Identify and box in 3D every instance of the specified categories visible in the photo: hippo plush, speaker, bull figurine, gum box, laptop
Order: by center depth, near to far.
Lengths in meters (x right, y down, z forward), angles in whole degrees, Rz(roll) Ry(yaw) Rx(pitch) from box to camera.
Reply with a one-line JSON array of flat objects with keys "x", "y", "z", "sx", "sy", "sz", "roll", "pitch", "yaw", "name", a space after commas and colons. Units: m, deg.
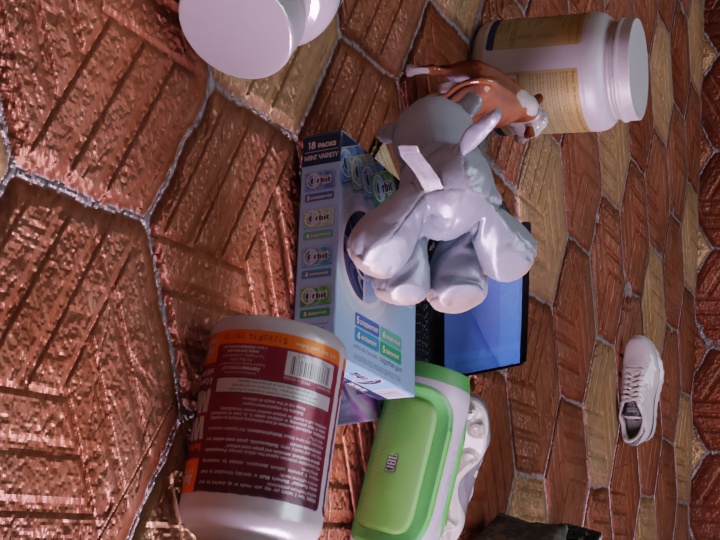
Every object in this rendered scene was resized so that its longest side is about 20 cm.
[{"x": 0.054, "y": -0.075, "z": 1.129, "sx": 0.162, "sy": 0.157, "sz": 0.201, "roll": -107, "pitch": 175, "yaw": -50, "name": "hippo plush"}, {"x": 0.000, "y": 0.000, "z": 1.162, "sx": 0.170, "sy": 0.044, "sz": 0.203, "roll": 34, "pitch": 53, "yaw": -58, "name": "gum box"}, {"x": 0.048, "y": 0.194, "z": 1.242, "sx": 0.088, "sy": 0.087, "sz": 0.203, "roll": 38, "pitch": 64, "yaw": -61, "name": "speaker"}, {"x": 0.109, "y": 0.062, "z": 1.357, "sx": 0.200, "sy": 0.102, "sz": 0.180, "roll": -52, "pitch": 144, "yaw": -59, "name": "laptop"}, {"x": 0.131, "y": -0.188, "z": 1.414, "sx": 0.200, "sy": 0.120, "sz": 0.066, "roll": 24, "pitch": 69, "yaw": -64, "name": "bull figurine"}]

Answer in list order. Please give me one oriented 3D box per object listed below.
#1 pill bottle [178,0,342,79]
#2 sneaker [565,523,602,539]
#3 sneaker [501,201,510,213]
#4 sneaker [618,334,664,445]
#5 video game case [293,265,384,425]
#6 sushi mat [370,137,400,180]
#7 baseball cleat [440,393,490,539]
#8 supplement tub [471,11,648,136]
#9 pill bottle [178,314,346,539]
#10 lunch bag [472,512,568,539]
[{"x": -0.061, "y": -0.241, "z": 0.975, "sx": 0.201, "sy": 0.118, "sz": 0.121, "roll": -66, "pitch": 147, "yaw": -42, "name": "pill bottle"}, {"x": 0.296, "y": 0.441, "z": 1.869, "sx": 0.200, "sy": 0.078, "sz": 0.090, "roll": -34, "pitch": 128, "yaw": -53, "name": "sneaker"}, {"x": 0.138, "y": -0.045, "z": 1.512, "sx": 0.199, "sy": 0.070, "sz": 0.084, "roll": -17, "pitch": 92, "yaw": -67, "name": "sneaker"}, {"x": 0.511, "y": 0.221, "z": 2.359, "sx": 0.080, "sy": 0.076, "sz": 0.203, "roll": -1, "pitch": 90, "yaw": -57, "name": "sneaker"}, {"x": -0.013, "y": 0.073, "z": 1.209, "sx": 0.199, "sy": 0.019, "sz": 0.145, "roll": 7, "pitch": 84, "yaw": -67, "name": "video game case"}, {"x": 0.040, "y": -0.040, "z": 1.337, "sx": 0.201, "sy": 0.012, "sz": 0.097, "roll": 63, "pitch": 36, "yaw": -46, "name": "sushi mat"}, {"x": 0.100, "y": 0.201, "z": 1.390, "sx": 0.107, "sy": 0.069, "sz": 0.202, "roll": -62, "pitch": 168, "yaw": -60, "name": "baseball cleat"}, {"x": 0.248, "y": -0.243, "z": 1.586, "sx": 0.144, "sy": 0.197, "sz": 0.147, "roll": 0, "pitch": 90, "yaw": -66, "name": "supplement tub"}, {"x": -0.075, "y": 0.144, "z": 0.952, "sx": 0.110, "sy": 0.108, "sz": 0.203, "roll": 43, "pitch": 52, "yaw": -59, "name": "pill bottle"}, {"x": 0.183, "y": 0.419, "z": 1.544, "sx": 0.164, "sy": 0.116, "sz": 0.203, "roll": -15, "pitch": 109, "yaw": -66, "name": "lunch bag"}]
